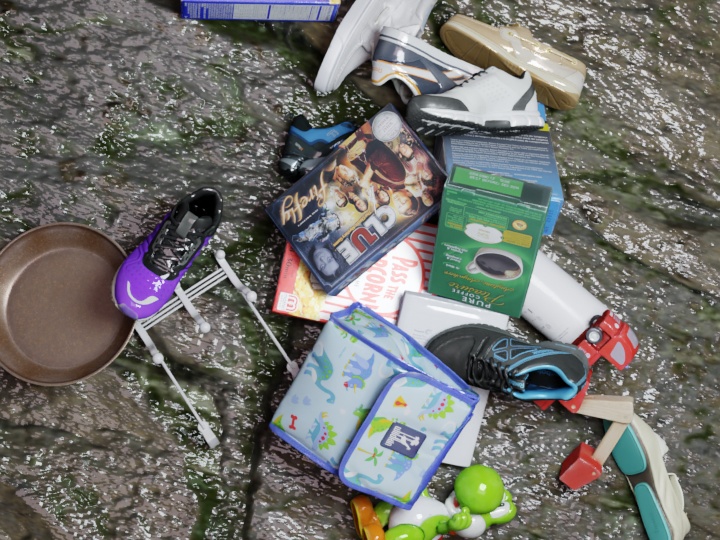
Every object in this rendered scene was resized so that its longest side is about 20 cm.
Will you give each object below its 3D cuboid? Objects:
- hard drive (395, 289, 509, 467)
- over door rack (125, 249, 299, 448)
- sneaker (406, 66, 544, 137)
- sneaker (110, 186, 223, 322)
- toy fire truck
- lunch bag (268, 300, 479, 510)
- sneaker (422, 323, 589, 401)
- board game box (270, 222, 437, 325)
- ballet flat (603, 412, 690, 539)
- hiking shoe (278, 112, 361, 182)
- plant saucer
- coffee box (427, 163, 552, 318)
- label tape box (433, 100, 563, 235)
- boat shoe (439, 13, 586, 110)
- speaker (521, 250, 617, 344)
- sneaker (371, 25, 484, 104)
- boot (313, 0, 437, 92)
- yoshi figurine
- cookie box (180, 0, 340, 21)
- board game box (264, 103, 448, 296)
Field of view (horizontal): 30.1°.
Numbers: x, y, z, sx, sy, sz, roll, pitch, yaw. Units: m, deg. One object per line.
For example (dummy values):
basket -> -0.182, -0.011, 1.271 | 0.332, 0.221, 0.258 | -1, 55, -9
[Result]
hard drive -> 0.095, 0.134, 1.656 | 0.131, 0.025, 0.201 | 12, 102, -6
over door rack -> -0.175, 0.094, 1.638 | 0.147, 0.067, 0.200 | -33, 89, -8
sneaker -> 0.134, -0.205, 1.621 | 0.199, 0.074, 0.080 | -4, 85, -37
sneaker -> -0.223, -0.031, 1.583 | 0.069, 0.100, 0.200 | 36, 49, -7
toy fire truck -> 0.286, 0.159, 1.649 | 0.141, 0.049, 0.200 | 42, 114, -1
lunch bag -> 0.019, 0.163, 1.586 | 0.200, 0.127, 0.170 | 34, 108, 10
sneaker -> 0.169, 0.112, 1.589 | 0.199, 0.082, 0.074 | 4, 109, 11
board game box -> 0.000, 0.000, 1.677 | 0.199, 0.046, 0.152 | 12, 85, -6
ballet flat -> 0.367, 0.254, 1.699 | 0.069, 0.069, 0.201 | -19, 89, -8
hiking shoe -> -0.001, -0.146, 1.671 | 0.199, 0.074, 0.087 | 9, 81, 0
plant saucer -> -0.360, 0.043, 1.617 | 0.199, 0.037, 0.201 | -1, 75, 4
coffee box -> 0.149, -0.032, 1.571 | 0.122, 0.200, 0.044 | 14, 52, 9
label tape box -> 0.168, -0.138, 1.691 | 0.144, 0.063, 0.200 | 5, 43, -6
boat shoe -> 0.198, -0.279, 1.722 | 0.199, 0.074, 0.069 | 29, 70, -5
speaker -> 0.227, 0.028, 1.687 | 0.200, 0.081, 0.081 | 40, 81, -2
sneaker -> 0.100, -0.234, 1.683 | 0.199, 0.078, 0.080 | 20, 94, -23
boot -> 0.025, -0.295, 1.694 | 0.095, 0.074, 0.200 | 30, 82, 2
yoshi figurine -> 0.094, 0.285, 1.636 | 0.199, 0.112, 0.113 | -10, 80, -11
cookie box -> -0.127, -0.407, 1.685 | 0.199, 0.075, 0.172 | -1, 84, -8
board game box -> 0.002, -0.083, 1.605 | 0.200, 0.035, 0.136 | -40, 76, 10
